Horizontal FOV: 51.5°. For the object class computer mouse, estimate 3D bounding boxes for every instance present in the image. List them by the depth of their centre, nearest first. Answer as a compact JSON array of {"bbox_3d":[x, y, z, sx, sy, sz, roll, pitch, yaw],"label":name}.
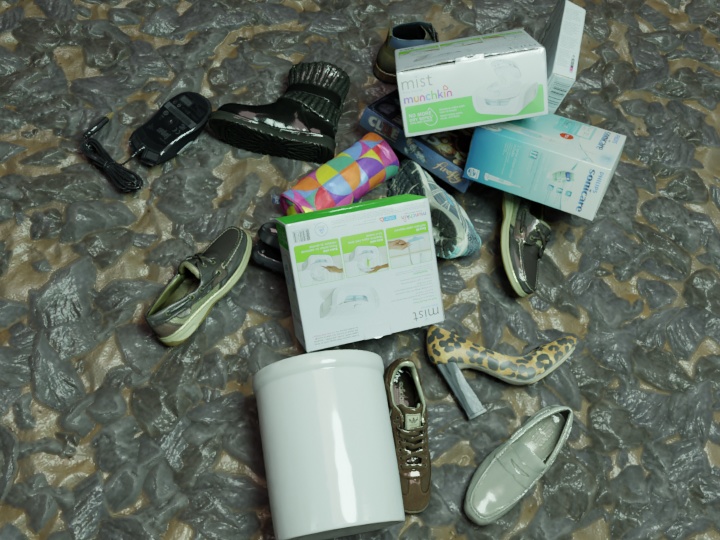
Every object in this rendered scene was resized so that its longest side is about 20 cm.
[{"bbox_3d":[-0.332,-0.213,1.160,0.140,0.046,0.200,34,70,14],"label":"computer mouse"}]

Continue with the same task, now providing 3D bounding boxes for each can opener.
[{"bbox_3d":[-0.062,-0.006,1.085,0.199,0.079,0.064,23,71,-11],"label":"can opener"}]

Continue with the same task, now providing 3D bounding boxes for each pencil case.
[{"bbox_3d":[-0.035,-0.129,1.133,0.200,0.088,0.088,-37,74,-22],"label":"pencil case"}]

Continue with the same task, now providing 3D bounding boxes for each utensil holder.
[{"bbox_3d":[-0.039,0.220,0.920,0.169,0.170,0.201,-6,68,-10],"label":"utensil holder"}]

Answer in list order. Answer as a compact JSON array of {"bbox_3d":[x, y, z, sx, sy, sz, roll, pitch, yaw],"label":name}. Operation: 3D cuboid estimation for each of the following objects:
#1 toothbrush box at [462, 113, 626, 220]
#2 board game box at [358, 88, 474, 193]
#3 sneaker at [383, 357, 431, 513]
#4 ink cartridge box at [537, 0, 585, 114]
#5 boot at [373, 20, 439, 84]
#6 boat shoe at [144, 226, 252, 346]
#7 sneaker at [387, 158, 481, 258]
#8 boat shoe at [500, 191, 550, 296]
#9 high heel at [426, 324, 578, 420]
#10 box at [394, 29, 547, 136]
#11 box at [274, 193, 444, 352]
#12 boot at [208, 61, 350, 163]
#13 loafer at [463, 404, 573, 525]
[{"bbox_3d":[0.272,-0.168,1.101,0.199,0.086,0.146,23,36,17],"label":"toothbrush box"},{"bbox_3d":[0.113,-0.212,1.190,0.200,0.035,0.135,35,38,9],"label":"board game box"},{"bbox_3d":[0.057,0.213,0.983,0.070,0.076,0.201,-3,64,-9],"label":"sneaker"},{"bbox_3d":[0.305,-0.322,1.209,0.043,0.197,0.201,18,64,0],"label":"ink cartridge box"},{"bbox_3d":[0.126,-0.367,1.262,0.199,0.097,0.075,-6,65,-10],"label":"boot"},{"bbox_3d":[-0.222,0.010,1.039,0.073,0.065,0.200,9,57,35],"label":"boat shoe"},{"bbox_3d":[0.114,-0.091,1.152,0.086,0.078,0.200,7,43,-42],"label":"sneaker"},{"bbox_3d":[0.253,-0.059,1.127,0.065,0.073,0.201,-15,59,32],"label":"boat shoe"},{"bbox_3d":[0.198,0.101,1.056,0.199,0.071,0.143,-28,77,-10],"label":"high heel"},{"bbox_3d":[0.153,-0.276,1.074,0.199,0.097,0.177,-8,26,5],"label":"box"},{"bbox_3d":[0.000,0.000,1.024,0.199,0.097,0.177,-13,103,-13],"label":"box"},{"bbox_3d":[-0.125,-0.265,1.187,0.210,0.079,0.159,12,70,-14],"label":"boot"},{"bbox_3d":[0.211,0.251,0.988,0.070,0.070,0.200,40,66,12],"label":"loafer"}]
